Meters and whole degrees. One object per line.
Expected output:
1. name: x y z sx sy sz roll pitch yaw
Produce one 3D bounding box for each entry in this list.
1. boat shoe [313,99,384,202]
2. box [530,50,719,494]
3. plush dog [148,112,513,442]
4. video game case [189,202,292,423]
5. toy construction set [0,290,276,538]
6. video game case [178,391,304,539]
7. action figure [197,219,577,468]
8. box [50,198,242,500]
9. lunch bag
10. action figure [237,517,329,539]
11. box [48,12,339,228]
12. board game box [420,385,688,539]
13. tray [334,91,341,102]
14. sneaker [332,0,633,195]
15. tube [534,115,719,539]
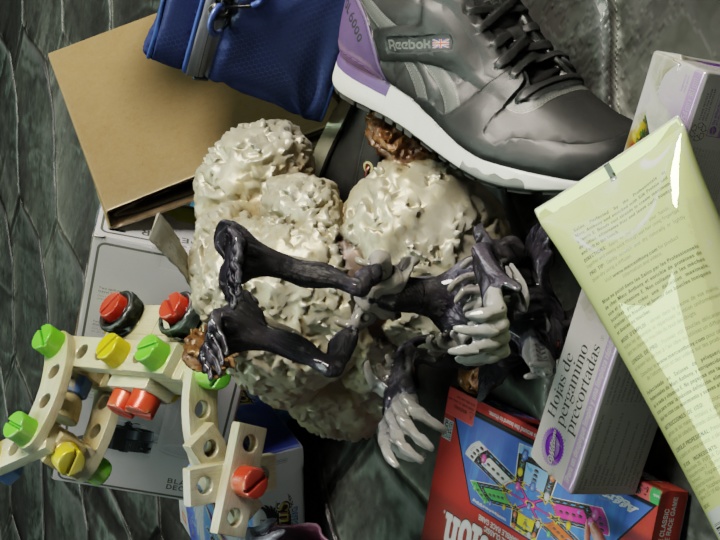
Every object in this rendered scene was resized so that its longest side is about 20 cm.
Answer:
1. boat shoe: 0.031 -0.118 0.811 0.063 0.074 0.202 32 116 24
2. box: 0.126 0.004 0.613 0.039 0.041 0.201 43 124 57
3. plush dog: 0.000 0.000 0.748 0.200 0.171 0.160 67 -165 -5
4. video game case: -0.093 0.026 1.065 0.143 0.018 0.200 127 128 -64
5. toy construction set: -0.132 0.082 0.808 0.200 0.092 0.131 9 64 34
6. video game case: -0.098 0.169 1.068 0.200 0.045 0.182 -137 40 -56
7. action figure: 0.029 0.031 0.642 0.102 0.199 0.119 -102 24 -47
8. box: -0.133 0.054 0.917 0.060 0.116 0.200 -95 17 -58
9. lunch bag: -0.058 -0.189 0.825 0.200 0.132 0.136 -77 8 -55
10. action figure: -0.014 0.240 0.812 0.200 0.149 0.134 69 -175 -46
11. box: -0.113 -0.118 0.919 0.200 0.163 0.021 -120 11 -46
12. board game box: 0.092 0.134 0.719 0.200 0.019 0.103 20 102 63
13. tray: -0.050 -0.103 1.008 0.099 0.037 0.201 -137 51 -57
14. sneaker: 0.058 -0.105 0.677 0.200 0.076 0.088 30 129 38
15. tube: 0.141 0.041 0.552 0.052 0.058 0.200 93 155 -69
